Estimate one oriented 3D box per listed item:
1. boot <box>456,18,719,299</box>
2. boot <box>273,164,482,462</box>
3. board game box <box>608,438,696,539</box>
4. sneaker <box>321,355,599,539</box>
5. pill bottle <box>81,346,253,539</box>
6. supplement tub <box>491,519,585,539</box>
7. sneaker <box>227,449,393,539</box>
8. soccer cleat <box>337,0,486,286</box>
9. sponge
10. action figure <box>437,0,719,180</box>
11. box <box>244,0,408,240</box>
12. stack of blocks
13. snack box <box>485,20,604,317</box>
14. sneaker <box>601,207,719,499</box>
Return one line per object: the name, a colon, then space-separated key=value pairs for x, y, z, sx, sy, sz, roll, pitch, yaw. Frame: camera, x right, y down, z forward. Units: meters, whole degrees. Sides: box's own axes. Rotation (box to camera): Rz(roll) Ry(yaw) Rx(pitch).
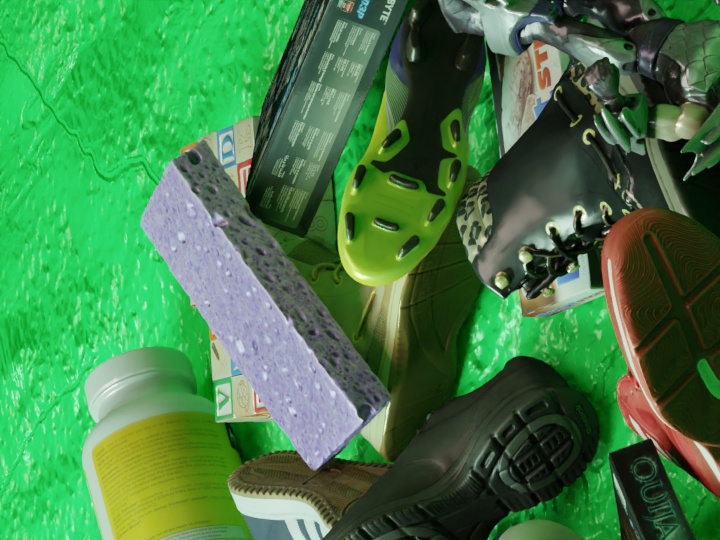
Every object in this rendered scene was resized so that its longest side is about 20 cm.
boot: x=0.132 y=-0.026 z=1.327 sx=0.154 sy=0.073 sz=0.204 roll=-51 pitch=39 yaw=30
boot: x=0.000 y=0.000 z=1.560 sx=0.155 sy=0.073 sz=0.200 roll=35 pitch=127 yaw=39
board game box: x=0.175 y=0.200 z=1.258 sx=0.135 sy=0.028 sz=0.200 roll=73 pitch=177 yaw=-59
sneaker: x=0.049 y=0.127 z=1.447 sx=0.200 sy=0.076 sz=0.091 roll=-37 pitch=26 yaw=6
pill bottle: x=-0.136 y=0.159 z=1.782 sx=0.112 sy=0.112 sz=0.200 roll=-54 pitch=45 yaw=46
supplement tub: x=0.054 y=0.240 z=1.336 sx=0.200 sy=0.145 sz=0.145 roll=-35 pitch=55 yaw=19
sneaker: x=0.000 y=0.181 z=1.569 sx=0.200 sy=0.070 sz=0.109 roll=9 pitch=124 yaw=53
soccer cleat: x=0.033 y=-0.067 z=1.446 sx=0.084 sy=0.065 sz=0.200 roll=94 pitch=-170 yaw=-58
sponge: x=-0.062 y=0.024 z=1.545 sx=0.200 sy=0.030 sz=0.112 roll=54 pitch=154 yaw=9
action figure: x=0.139 y=-0.118 z=1.261 sx=0.200 sy=0.130 sz=0.069 roll=23 pitch=143 yaw=31
box: x=-0.016 y=-0.142 z=1.560 sx=0.159 sy=0.046 sz=0.200 roll=-86 pitch=17 yaw=-62
stack of blocks: x=-0.068 y=0.003 z=1.717 sx=0.115 sy=0.059 sz=0.200 roll=-17 pitch=75 yaw=59
snack box: x=0.109 y=-0.078 z=1.443 sx=0.072 sy=0.024 sz=0.200 roll=-25 pitch=68 yaw=56
sneaker: x=0.148 y=0.045 z=1.236 sx=0.116 sy=0.078 sz=0.200 roll=23 pitch=147 yaw=56
